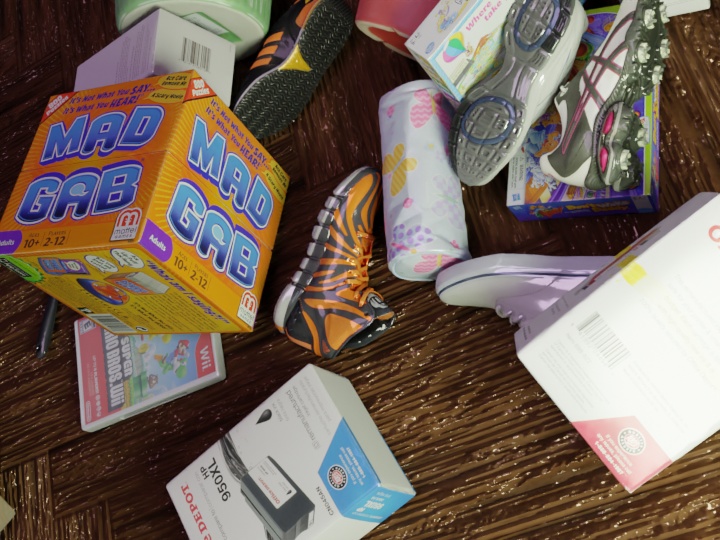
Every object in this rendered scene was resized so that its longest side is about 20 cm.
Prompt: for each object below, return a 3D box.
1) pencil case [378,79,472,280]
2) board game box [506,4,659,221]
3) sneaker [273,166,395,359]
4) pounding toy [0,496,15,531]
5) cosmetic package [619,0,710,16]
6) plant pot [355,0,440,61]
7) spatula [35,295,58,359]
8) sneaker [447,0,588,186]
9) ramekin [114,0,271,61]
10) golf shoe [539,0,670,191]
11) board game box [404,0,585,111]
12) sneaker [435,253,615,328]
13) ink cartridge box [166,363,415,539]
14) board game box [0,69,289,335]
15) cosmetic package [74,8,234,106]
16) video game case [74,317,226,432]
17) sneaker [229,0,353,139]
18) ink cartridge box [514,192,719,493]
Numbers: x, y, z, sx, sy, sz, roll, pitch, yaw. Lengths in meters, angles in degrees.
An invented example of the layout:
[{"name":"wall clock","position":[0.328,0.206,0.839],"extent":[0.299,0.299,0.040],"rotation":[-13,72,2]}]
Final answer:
[{"name":"pencil case","position":[0.065,-0.090,0.882],"extent":[0.083,0.090,0.201],"rotation":[-20,62,41]},{"name":"board game box","position":[0.217,-0.153,0.846],"extent":[0.134,0.045,0.201],"rotation":[-3,71,27]},{"name":"sneaker","position":[0.000,0.000,0.900],"extent":[0.112,0.077,0.201],"rotation":[29,99,28]},{"name":"pounding toy","position":[-0.514,0.287,1.013],"extent":[0.183,0.201,0.142],"rotation":[15,52,31]},{"name":"cosmetic package","position":[0.259,-0.326,0.792],"extent":[0.084,0.200,0.108],"rotation":[-4,72,27]},{"name":"plant pot","position":[0.093,-0.305,0.891],"extent":[0.200,0.200,0.178],"rotation":[27,97,32]},{"name":"spatula","position":[-0.399,0.016,1.130],"extent":[0.056,0.021,0.201],"rotation":[-14,69,37]},{"name":"sneaker","position":[0.155,-0.165,0.816],"extent":[0.074,0.087,0.201],"rotation":[42,114,30]},{"name":"ramekin","position":[-0.198,-0.324,1.044],"extent":[0.199,0.200,0.098],"rotation":[-7,77,26]},{"name":"golf shoe","position":[0.219,-0.170,0.782],"extent":[0.088,0.077,0.201],"rotation":[9,77,37]},{"name":"board game box","position":[0.142,-0.247,0.813],"extent":[0.200,0.134,0.034],"rotation":[-50,58,4]},{"name":"sneaker","position":[0.161,0.027,0.797],"extent":[0.199,0.073,0.071],"rotation":[-3,68,27]},{"name":"ink cartridge box","position":[-0.071,0.213,0.849],"extent":[0.200,0.084,0.145],"rotation":[-41,58,11]},{"name":"board game box","position":[-0.226,-0.062,0.943],"extent":[0.199,0.200,0.201],"rotation":[-3,61,27]},{"name":"cosmetic package","position":[-0.250,-0.220,1.041],"extent":[0.199,0.107,0.085],"rotation":[-16,66,46]},{"name":"video game case","position":[-0.252,0.091,1.028],"extent":[0.199,0.017,0.144],"rotation":[-23,63,19]},{"name":"sneaker","position":[-0.092,-0.244,1.040],"extent":[0.200,0.070,0.090],"rotation":[-51,37,7]},{"name":"ink cartridge box","position":[0.246,0.054,0.704],"extent":[0.200,0.083,0.145],"rotation":[-39,89,11]}]
